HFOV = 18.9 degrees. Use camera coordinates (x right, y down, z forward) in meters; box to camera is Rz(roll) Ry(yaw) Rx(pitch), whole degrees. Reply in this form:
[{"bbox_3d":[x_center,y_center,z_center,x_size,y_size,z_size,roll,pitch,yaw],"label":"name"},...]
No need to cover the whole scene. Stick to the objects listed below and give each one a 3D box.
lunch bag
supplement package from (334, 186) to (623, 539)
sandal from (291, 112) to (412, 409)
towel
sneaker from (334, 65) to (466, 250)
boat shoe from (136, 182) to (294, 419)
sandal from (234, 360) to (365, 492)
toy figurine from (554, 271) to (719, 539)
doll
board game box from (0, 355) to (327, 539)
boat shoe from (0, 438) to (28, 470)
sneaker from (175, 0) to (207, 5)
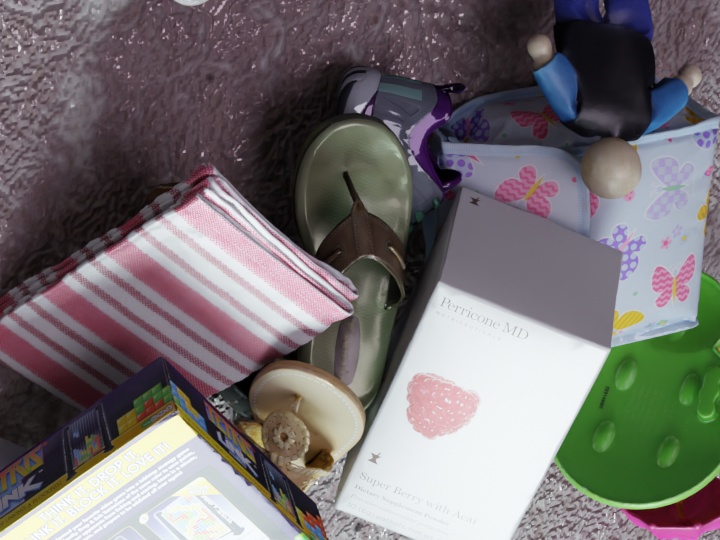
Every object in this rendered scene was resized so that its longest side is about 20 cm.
[{"bbox_3d":[0.137,-0.032,1.493,0.199,0.127,0.171,-9,119,-22],"label":"lunch bag"},{"bbox_3d":[0.077,0.071,1.419,0.121,0.120,0.201,21,124,-3],"label":"supplement package"},{"bbox_3d":[0.001,0.001,1.351,0.079,0.057,0.203,-6,108,-21],"label":"sandal"},{"bbox_3d":[-0.120,0.024,1.308,0.199,0.030,0.146,-30,132,25],"label":"towel"},{"bbox_3d":[0.020,-0.031,1.408,0.087,0.075,0.201,5,115,-2],"label":"sneaker"},{"bbox_3d":[-0.082,0.012,1.381,0.074,0.075,0.201,-66,146,-35],"label":"boat shoe"},{"bbox_3d":[-0.051,0.128,1.384,0.212,0.077,0.070,120,-10,-66],"label":"sandal"},{"bbox_3d":[0.245,0.127,1.693,0.201,0.149,0.184,-69,153,-22],"label":"toy figurine"},{"bbox_3d":[0.164,-0.142,1.414,0.136,0.048,0.201,12,64,-27],"label":"doll"},{"bbox_3d":[-0.145,0.167,1.308,0.199,0.057,0.165,-34,126,10],"label":"board game box"},{"bbox_3d":[-0.190,0.171,1.381,0.065,0.074,0.200,-41,127,15],"label":"boat shoe"},{"bbox_3d":[-0.114,-0.189,1.237,0.199,0.070,0.081,-6,120,-38],"label":"sneaker"}]
